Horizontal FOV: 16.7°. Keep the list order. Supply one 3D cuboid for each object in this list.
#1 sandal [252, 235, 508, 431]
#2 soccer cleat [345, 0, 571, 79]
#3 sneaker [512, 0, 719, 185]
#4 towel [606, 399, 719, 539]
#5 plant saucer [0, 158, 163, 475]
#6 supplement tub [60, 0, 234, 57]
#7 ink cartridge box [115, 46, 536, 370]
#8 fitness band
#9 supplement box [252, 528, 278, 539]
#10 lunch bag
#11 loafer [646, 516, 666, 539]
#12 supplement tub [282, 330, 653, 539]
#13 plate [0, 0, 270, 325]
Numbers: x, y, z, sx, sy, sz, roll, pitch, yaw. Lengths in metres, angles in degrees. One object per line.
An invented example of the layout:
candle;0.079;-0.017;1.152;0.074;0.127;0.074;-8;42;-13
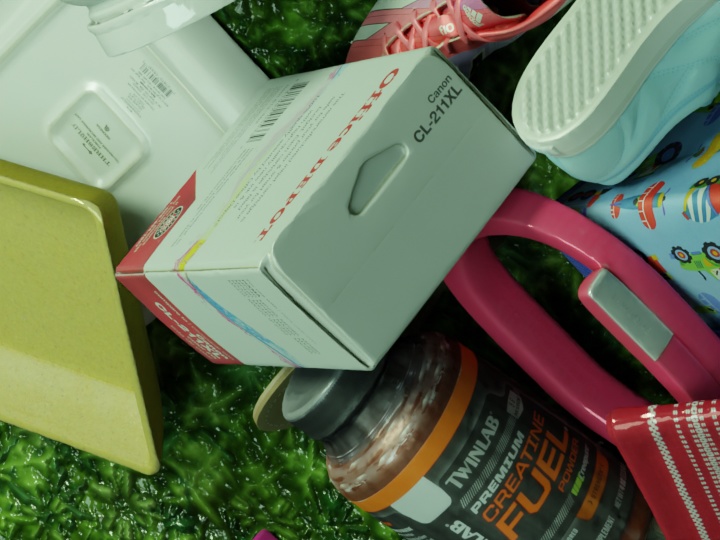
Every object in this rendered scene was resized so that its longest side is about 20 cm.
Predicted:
sandal;0.004;0.000;1.374;0.212;0.078;0.070;-45;60;29
soccer cleat;0.054;-0.133;1.259;0.200;0.076;0.067;-34;98;34
sneaker;0.160;-0.127;1.203;0.200;0.082;0.074;-47;48;6
towel;0.234;0.103;1.217;0.200;0.023;0.145;-8;137;23
plant saucer;-0.200;0.007;1.443;0.200;0.048;0.200;16;134;29
supplement tub;-0.125;-0.226;1.255;0.145;0.145;0.200;-20;106;32
ink cartridge box;-0.022;-0.028;1.251;0.083;0.146;0.200;44;162;-19
fitness band;0.122;0.033;1.265;0.200;0.037;0.144;46;160;-21
supplement box;-0.030;0.273;1.498;0.200;0.101;0.103;40;125;2
lunch bag;0.210;0.017;1.246;0.150;0.094;0.200;-5;126;52
loafer;0.224;0.178;1.309;0.200;0.063;0.072;20;137;42
supplement tub;0.056;0.104;1.334;0.200;0.107;0.107;34;127;-17
plate;-0.146;-0.081;1.411;0.200;0.032;0.200;48;125;-3
